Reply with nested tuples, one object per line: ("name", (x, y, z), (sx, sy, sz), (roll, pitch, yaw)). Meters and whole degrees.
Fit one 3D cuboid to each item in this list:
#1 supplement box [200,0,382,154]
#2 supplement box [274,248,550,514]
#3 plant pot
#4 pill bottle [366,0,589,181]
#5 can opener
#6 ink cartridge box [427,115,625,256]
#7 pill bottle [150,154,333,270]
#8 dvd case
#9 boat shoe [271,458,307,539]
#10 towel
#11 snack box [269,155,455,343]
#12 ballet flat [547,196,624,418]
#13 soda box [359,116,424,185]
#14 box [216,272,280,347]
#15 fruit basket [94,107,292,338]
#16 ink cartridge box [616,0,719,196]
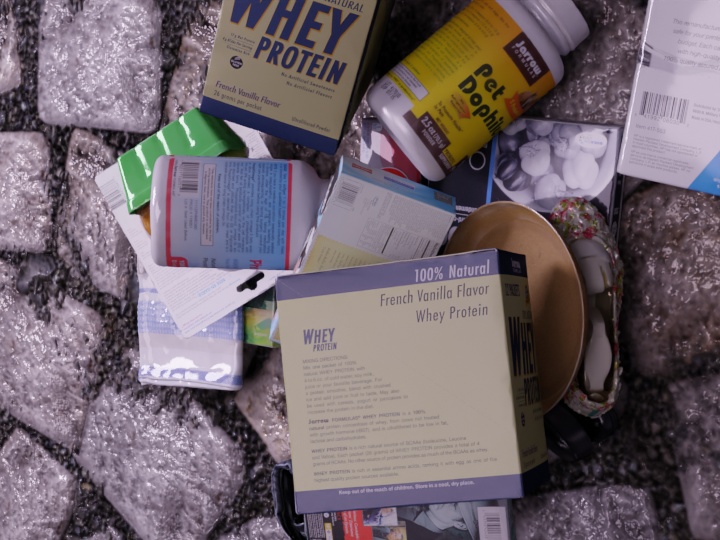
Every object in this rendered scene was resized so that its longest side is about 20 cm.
("supplement box", (-0.043, -0.252, 1.358), (0.133, 0.200, 0.201), (18, 120, 2))
("supplement box", (0.047, 0.094, 1.245), (0.198, 0.134, 0.202), (-7, 86, 16))
("plant pot", (0.140, 0.037, 1.321), (0.199, 0.027, 0.202), (7, 98, 54))
("pill bottle", (0.110, -0.183, 1.338), (0.200, 0.109, 0.109), (-40, 72, 2))
("can opener", (0.167, 0.087, 1.376), (0.201, 0.078, 0.063), (53, 126, 19))
("ink cartridge box", (0.153, -0.047, 1.391), (0.197, 0.043, 0.202), (9, 100, 31))
("pill bottle", (-0.103, -0.055, 1.422), (0.198, 0.109, 0.110), (2, 97, -3))
("dvd case", (0.039, 0.191, 1.347), (0.198, 0.022, 0.147), (-3, 104, 16))
("boat shoe", (-0.033, 0.286, 1.515), (0.071, 0.091, 0.202), (-27, 79, 39))
("towel", (-0.190, 0.031, 1.596), (0.146, 0.024, 0.202), (3, 96, 33))
("snack box", (0.000, 0.000, 1.375), (0.115, 0.037, 0.201), (20, 121, -9))
("ballet flat", (0.207, 0.034, 1.302), (0.075, 0.064, 0.202), (-7, 93, -3))
("soda box", (0.031, -0.051, 1.446), (0.063, 0.070, 0.202), (3, 98, 6))
("box", (-0.140, -0.024, 1.591), (0.143, 0.036, 0.202), (7, 99, 33))
("fruit basket", (-0.157, -0.060, 1.524), (0.184, 0.094, 0.201), (-32, 92, 13))
("ink cartridge box", (0.317, -0.168, 1.246), (0.145, 0.086, 0.202), (16, 102, 31))
